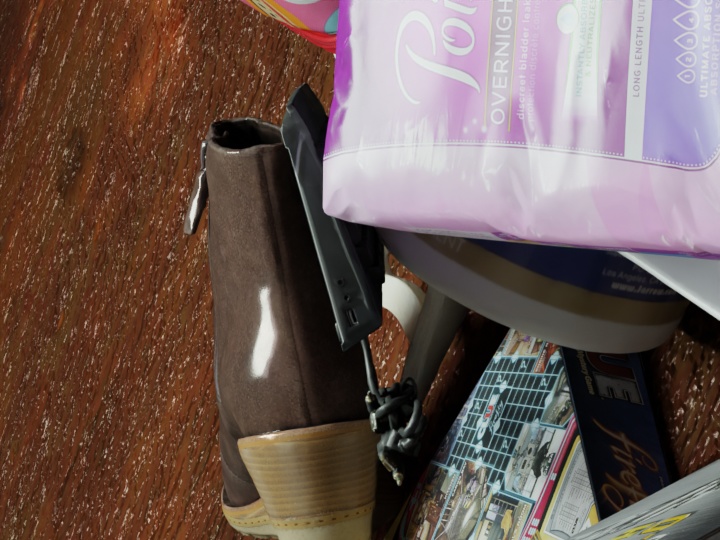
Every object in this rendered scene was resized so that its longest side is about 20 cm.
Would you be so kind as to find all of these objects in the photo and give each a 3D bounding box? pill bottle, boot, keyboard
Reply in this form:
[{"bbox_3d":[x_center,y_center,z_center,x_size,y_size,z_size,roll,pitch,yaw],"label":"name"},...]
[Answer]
[{"bbox_3d":[0.088,-0.084,0.952,0.111,0.111,0.200,-118,46,-63],"label":"pill bottle"},{"bbox_3d":[-0.028,0.021,1.141,0.200,0.072,0.166,-141,41,-82],"label":"boot"},{"bbox_3d":[0.000,0.000,0.980,0.200,0.021,0.127,-81,-24,-84],"label":"keyboard"}]

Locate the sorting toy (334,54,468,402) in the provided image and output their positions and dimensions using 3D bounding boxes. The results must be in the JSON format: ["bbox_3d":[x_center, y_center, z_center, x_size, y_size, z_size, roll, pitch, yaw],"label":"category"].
[{"bbox_3d":[0.028,-0.048,1.129,0.200,0.107,0.180,-115,36,-59],"label":"sorting toy"}]

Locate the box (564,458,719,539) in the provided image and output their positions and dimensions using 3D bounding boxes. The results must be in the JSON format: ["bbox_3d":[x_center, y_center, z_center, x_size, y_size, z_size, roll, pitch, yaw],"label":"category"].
[{"bbox_3d":[0.065,0.096,0.761,0.048,0.200,0.158,65,159,1],"label":"box"}]

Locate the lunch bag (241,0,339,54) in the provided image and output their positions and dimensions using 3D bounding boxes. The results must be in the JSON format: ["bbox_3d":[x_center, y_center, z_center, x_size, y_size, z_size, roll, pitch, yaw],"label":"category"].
[{"bbox_3d":[0.018,-0.174,1.013,0.200,0.082,0.176,-53,24,1],"label":"lunch bag"}]

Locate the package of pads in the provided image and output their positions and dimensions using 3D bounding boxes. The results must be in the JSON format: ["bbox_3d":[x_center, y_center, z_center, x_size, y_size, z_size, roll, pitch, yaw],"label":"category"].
[{"bbox_3d":[0.084,-0.063,0.786,0.200,0.076,0.121,7,91,42],"label":"package of pads"}]

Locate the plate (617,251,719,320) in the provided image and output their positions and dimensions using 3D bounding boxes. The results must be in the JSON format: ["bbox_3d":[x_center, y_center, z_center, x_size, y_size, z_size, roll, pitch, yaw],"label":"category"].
[{"bbox_3d":[0.101,-0.103,0.843,0.200,0.032,0.200,35,111,38],"label":"plate"}]

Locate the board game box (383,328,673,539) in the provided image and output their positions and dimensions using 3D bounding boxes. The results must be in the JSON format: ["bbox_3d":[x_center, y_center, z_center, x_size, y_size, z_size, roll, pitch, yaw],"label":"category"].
[{"bbox_3d":[0.045,0.119,1.034,0.136,0.035,0.200,-99,30,-49],"label":"board game box"}]
